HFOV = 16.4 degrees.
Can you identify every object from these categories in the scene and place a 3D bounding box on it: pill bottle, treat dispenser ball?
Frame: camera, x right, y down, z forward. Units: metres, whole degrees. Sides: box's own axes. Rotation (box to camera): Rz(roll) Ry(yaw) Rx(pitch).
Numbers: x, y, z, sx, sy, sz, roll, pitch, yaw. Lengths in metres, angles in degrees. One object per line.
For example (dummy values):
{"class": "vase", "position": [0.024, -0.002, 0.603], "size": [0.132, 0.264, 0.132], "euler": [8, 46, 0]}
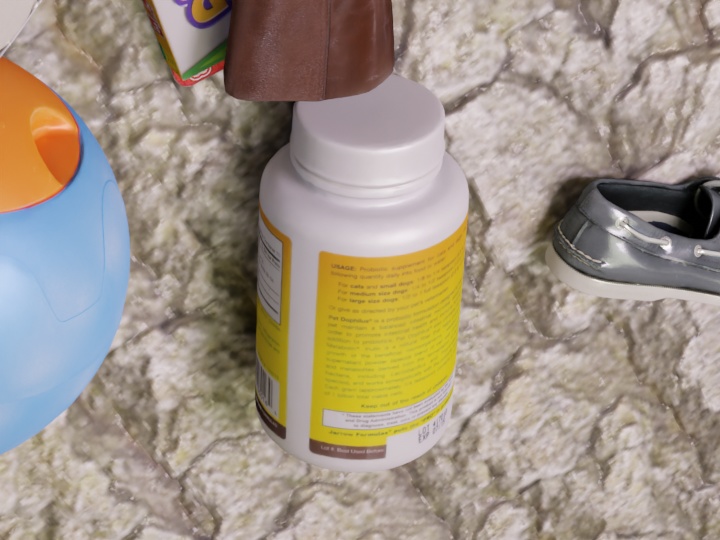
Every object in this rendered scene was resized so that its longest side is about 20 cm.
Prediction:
{"class": "pill bottle", "position": [0.000, 0.000, 1.315], "size": [0.109, 0.109, 0.200], "euler": [-13, 128, -22]}
{"class": "treat dispenser ball", "position": [-0.205, -0.007, 1.129], "size": [0.201, 0.201, 0.201], "euler": [-15, 129, -20]}

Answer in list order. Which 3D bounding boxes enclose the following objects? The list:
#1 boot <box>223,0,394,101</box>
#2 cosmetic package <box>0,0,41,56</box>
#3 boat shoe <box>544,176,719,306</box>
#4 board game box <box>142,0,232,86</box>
{"class": "boot", "position": [-0.058, -0.153, 1.173], "size": [0.186, 0.064, 0.200], "euler": [-12, 131, -24]}
{"class": "cosmetic package", "position": [-0.203, -0.162, 1.017], "size": [0.087, 0.200, 0.103], "euler": [28, 105, -42]}
{"class": "boat shoe", "position": [0.205, -0.021, 1.445], "size": [0.200, 0.073, 0.062], "euler": [0, 126, -24]}
{"class": "board game box", "position": [-0.072, -0.179, 1.202], "size": [0.095, 0.030, 0.200], "euler": [-28, 135, -10]}
